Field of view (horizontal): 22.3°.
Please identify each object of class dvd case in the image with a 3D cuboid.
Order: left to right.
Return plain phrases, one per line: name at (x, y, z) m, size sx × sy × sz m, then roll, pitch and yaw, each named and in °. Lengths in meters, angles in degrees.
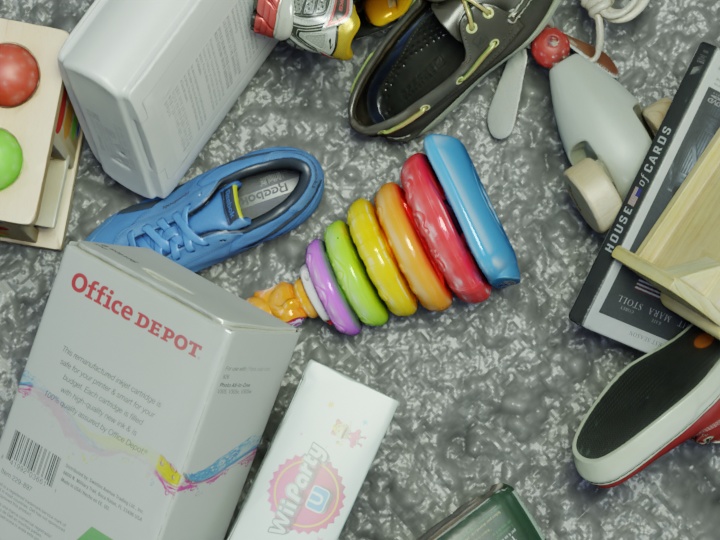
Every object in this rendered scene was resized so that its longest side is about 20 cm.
dvd case at (0.241, -0.033, 1.224) m, size 0.149 × 0.025 × 0.201 m, roll 21°, pitch 98°, yaw -29°

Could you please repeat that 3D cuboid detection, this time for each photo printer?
photo printer at (-0.109, -0.165, 1.204) m, size 0.069 × 0.167 × 0.201 m, roll 29°, pitch 72°, yaw 14°

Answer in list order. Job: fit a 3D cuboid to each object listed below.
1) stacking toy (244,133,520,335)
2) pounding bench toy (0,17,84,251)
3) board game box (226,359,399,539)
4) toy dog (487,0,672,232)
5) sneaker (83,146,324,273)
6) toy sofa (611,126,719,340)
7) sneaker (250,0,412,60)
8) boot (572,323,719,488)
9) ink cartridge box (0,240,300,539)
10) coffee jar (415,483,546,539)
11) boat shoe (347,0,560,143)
stacking toy at (0.000, 0.000, 1.240) m, size 0.199 × 0.116 × 0.111 m, roll -26°, pitch 82°, yaw 7°
pounding bench toy at (-0.261, -0.057, 1.200) m, size 0.123 × 0.156 × 0.202 m, roll 10°, pitch 84°, yaw -1°
board game box at (-0.037, 0.141, 1.164) m, size 0.064 × 0.200 × 0.149 m, roll 25°, pitch 84°, yaw 2°
toy dog at (0.154, -0.114, 1.268) m, size 0.131 × 0.096 × 0.202 m, roll -13°, pitch 70°, yaw 0°
sneaker at (-0.117, -0.030, 1.243) m, size 0.199 × 0.078 × 0.066 m, roll -26°, pitch 87°, yaw -3°
toy sofa at (0.261, -0.054, 1.162) m, size 0.097 × 0.083 × 0.201 m, roll 32°, pitch 93°, yaw -26°
sneaker at (0.008, -0.200, 1.233) m, size 0.082 × 0.078 × 0.200 m, roll 29°, pitch 49°, yaw 13°
boot at (0.243, 0.107, 1.224) m, size 0.199 × 0.072 × 0.145 m, roll -38°, pitch 120°, yaw -10°
ink cartridge box at (-0.144, 0.099, 1.171) m, size 0.145 × 0.087 × 0.202 m, roll 25°, pitch 102°, yaw 30°
coffee jar at (0.112, 0.250, 1.215) m, size 0.104 × 0.085 × 0.201 m, roll -34°, pitch 85°, yaw -12°
boat shoe at (0.067, -0.162, 1.222) m, size 0.072 × 0.060 × 0.201 m, roll 48°, pitch 118°, yaw 14°
